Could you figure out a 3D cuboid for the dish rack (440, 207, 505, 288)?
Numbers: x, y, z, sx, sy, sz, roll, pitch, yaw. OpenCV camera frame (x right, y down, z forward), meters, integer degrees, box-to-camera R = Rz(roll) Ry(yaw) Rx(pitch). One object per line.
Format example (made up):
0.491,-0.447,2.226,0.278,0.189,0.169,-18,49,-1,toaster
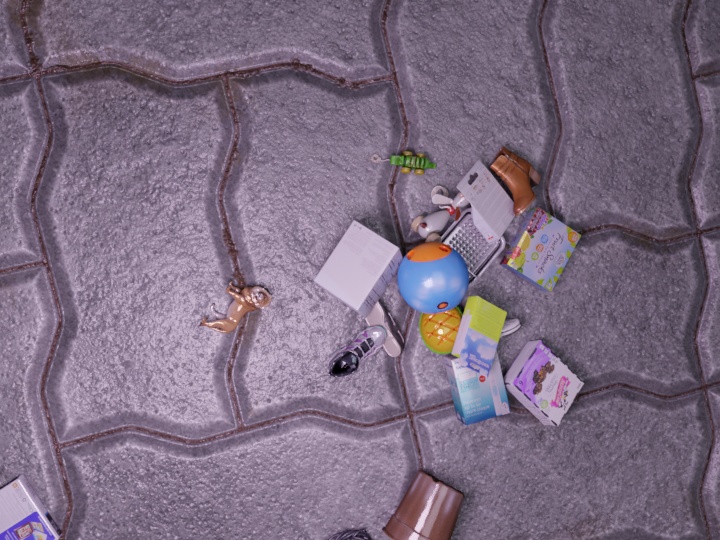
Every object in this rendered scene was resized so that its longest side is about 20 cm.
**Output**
0.319,-0.067,1.776,0.171,0.044,0.200,42,84,-6,dish rack

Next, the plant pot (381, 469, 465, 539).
0.191,0.696,1.693,0.199,0.200,0.199,29,78,-8,plant pot

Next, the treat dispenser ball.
0.202,0.021,1.650,0.199,0.201,0.203,0,90,-9,treat dispenser ball

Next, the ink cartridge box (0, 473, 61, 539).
-0.937,0.682,1.568,0.199,0.043,0.199,-32,95,-10,ink cartridge box

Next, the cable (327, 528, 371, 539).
-0.043,0.839,1.723,0.162,0.051,0.201,23,89,-4,cable

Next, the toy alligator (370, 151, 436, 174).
0.131,-0.320,1.736,0.198,0.054,0.060,6,89,-10,toy alligator

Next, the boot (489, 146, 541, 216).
0.450,-0.267,1.754,0.155,0.077,0.201,36,61,-11,boot

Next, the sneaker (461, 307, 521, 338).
0.380,0.147,1.770,0.199,0.076,0.116,-14,94,-7,sneaker

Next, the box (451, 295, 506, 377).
0.337,0.188,1.687,0.121,0.048,0.201,27,74,-24,box

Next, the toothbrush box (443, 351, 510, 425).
0.345,0.337,1.762,0.145,0.085,0.202,-13,91,-10,toothbrush box

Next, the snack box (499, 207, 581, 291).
0.547,-0.063,1.802,0.168,0.068,0.201,31,86,-8,snack box

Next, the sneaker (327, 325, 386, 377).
-0.008,0.238,1.656,0.200,0.140,0.078,-40,95,5,sneaker

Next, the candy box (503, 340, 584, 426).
0.549,0.339,1.785,0.200,0.071,0.168,43,70,-8,candy box

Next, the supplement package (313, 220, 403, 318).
0.000,0.000,1.647,0.151,0.151,0.201,32,85,16,supplement package

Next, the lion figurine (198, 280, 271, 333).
-0.349,0.113,1.660,0.122,0.073,0.200,39,98,-15,lion figurine

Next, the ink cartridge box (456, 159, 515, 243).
0.364,-0.202,1.740,0.200,0.050,0.162,47,53,-8,ink cartridge box

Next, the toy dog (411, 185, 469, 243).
0.228,-0.163,1.708,0.131,0.096,0.201,25,83,21,toy dog

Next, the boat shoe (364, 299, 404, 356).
0.068,0.157,1.736,0.067,0.057,0.201,-27,91,28,boat shoe

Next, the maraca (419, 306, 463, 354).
0.235,0.144,1.734,0.136,0.107,0.202,-12,72,6,maraca
